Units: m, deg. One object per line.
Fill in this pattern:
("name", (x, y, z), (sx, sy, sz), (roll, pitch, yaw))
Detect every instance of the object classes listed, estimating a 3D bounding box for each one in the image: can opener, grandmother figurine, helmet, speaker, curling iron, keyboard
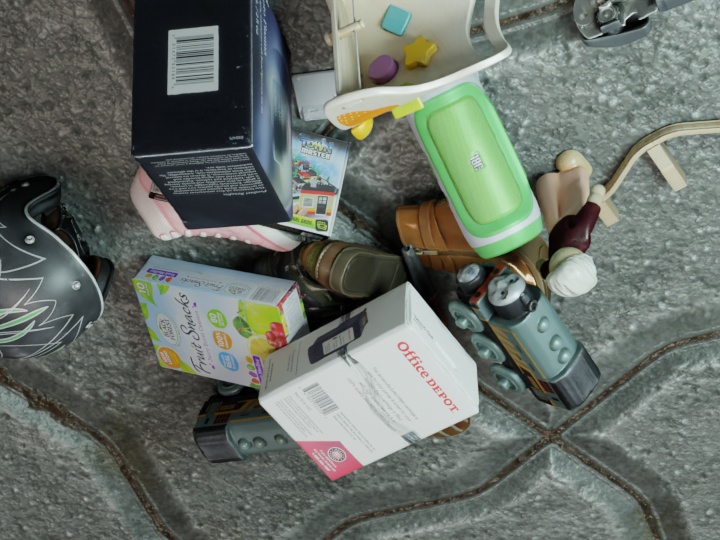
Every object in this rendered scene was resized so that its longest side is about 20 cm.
("can opener", (0.311, -0.280, 1.470), (0.200, 0.053, 0.067), (-19, 154, 17))
("grandmother figurine", (0.218, -0.039, 1.549), (0.060, 0.200, 0.121), (15, 125, -6))
("helmet", (-0.379, 0.006, 1.639), (0.200, 0.191, 0.200), (3, 127, 4))
("speaker", (0.116, -0.117, 1.530), (0.088, 0.088, 0.200), (-24, 99, 20))
("curling iron", (0.078, 0.037, 1.687), (0.026, 0.050, 0.200), (-3, 140, 13))
("keyboard", (0.028, -0.197, 1.572), (0.200, 0.011, 0.056), (-6, 120, 9))

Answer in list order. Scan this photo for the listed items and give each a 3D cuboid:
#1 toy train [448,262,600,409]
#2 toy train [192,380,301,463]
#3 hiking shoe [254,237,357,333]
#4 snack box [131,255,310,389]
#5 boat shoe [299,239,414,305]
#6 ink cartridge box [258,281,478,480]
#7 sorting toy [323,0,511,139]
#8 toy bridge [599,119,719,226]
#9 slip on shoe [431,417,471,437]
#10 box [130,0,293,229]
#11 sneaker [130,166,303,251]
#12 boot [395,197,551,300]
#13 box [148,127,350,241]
("toy train", (0.179, 0.070, 1.589), (0.114, 0.085, 0.200), (15, 149, 49))
("toy train", (-0.109, 0.174, 1.773), (0.200, 0.114, 0.085), (-9, 127, 29))
("hiking shoe", (-0.032, 0.045, 1.709), (0.101, 0.076, 0.200), (-31, 117, 28))
("snack box", (-0.156, 0.065, 1.705), (0.200, 0.053, 0.142), (11, 132, 26))
("boat shoe", (0.000, 0.000, 1.636), (0.068, 0.072, 0.200), (23, 176, 27))
("ink cartridge box", (0.011, 0.124, 1.611), (0.200, 0.084, 0.145), (-28, 120, 22))
("sorting toy", (0.057, -0.228, 1.449), (0.180, 0.200, 0.107), (-16, 142, 15))
("toy bridge", (0.331, -0.118, 1.589), (0.200, 0.027, 0.067), (-29, 116, 23))
("slip on shoe", (0.075, 0.139, 1.781), (0.076, 0.061, 0.200), (-24, 139, 22))
("box", (-0.140, -0.169, 1.444), (0.123, 0.200, 0.198), (-4, 161, 7))
("sneaker", (-0.168, -0.064, 1.642), (0.200, 0.075, 0.105), (33, 118, -9))
("boot", (0.132, -0.008, 1.662), (0.155, 0.077, 0.200), (-6, 136, 18))
("box", (-0.119, -0.109, 1.581), (0.200, 0.110, 0.035), (13, 170, -10))
